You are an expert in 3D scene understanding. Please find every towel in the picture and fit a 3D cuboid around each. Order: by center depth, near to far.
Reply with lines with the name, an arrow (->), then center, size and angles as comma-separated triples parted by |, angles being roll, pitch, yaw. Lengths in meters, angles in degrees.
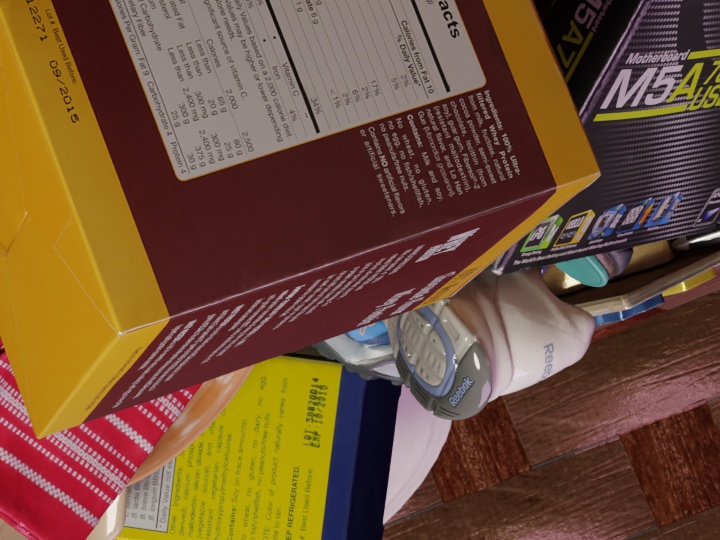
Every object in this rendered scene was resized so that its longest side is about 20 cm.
towel -> -0.109, 0.031, 1.152 | 0.200, 0.022, 0.145 | -52, 145, -9

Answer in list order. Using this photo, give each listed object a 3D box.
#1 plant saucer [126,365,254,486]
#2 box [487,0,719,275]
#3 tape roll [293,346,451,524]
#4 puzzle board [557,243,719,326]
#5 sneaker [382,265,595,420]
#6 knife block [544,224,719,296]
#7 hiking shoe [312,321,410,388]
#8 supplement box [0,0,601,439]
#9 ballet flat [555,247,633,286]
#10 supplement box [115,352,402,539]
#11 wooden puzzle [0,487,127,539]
plant saucer -> -0.113, 0.012, 1.182 | 0.200, 0.037, 0.201 | -30, 136, -34
box -> 0.145, -0.096, 1.162 | 0.199, 0.048, 0.194 | -10, 137, -51
tape roll -> -0.044, 0.102, 1.528 | 0.202, 0.071, 0.203 | -26, 144, -21
puzzle board -> 0.124, 0.015, 1.429 | 0.150, 0.018, 0.199 | -22, -174, -42
sneaker -> 0.036, -0.008, 1.198 | 0.087, 0.200, 0.075 | -10, 137, -27
knife block -> 0.142, -0.021, 1.401 | 0.201, 0.175, 0.064 | -64, 170, 13
hiking shoe -> 0.000, 0.000, 1.286 | 0.199, 0.075, 0.087 | 13, 121, -20
supplement box -> -0.045, -0.043, 1.005 | 0.199, 0.134, 0.197 | -18, 171, -19
ballet flat -> 0.073, -0.070, 1.244 | 0.073, 0.073, 0.200 | -26, 131, 32
supplement box -> -0.087, 0.093, 1.367 | 0.199, 0.110, 0.109 | 7, 179, 11
wooden puzzle -> -0.186, 0.056, 1.193 | 0.037, 0.186, 0.199 | 10, -169, 37
